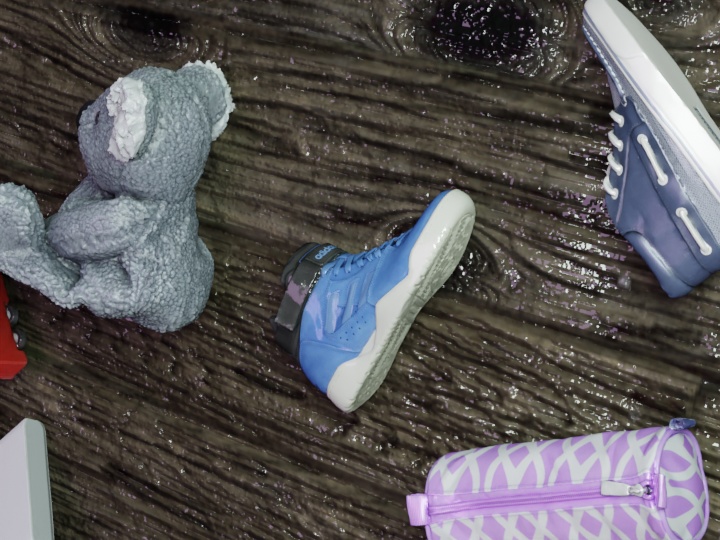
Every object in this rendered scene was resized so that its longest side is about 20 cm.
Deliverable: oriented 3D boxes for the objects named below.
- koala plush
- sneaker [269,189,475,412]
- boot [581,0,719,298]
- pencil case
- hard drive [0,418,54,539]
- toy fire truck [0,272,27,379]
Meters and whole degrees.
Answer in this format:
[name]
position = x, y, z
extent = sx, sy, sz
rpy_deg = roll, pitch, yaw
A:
[koala plush]
position = -0.178, -0.074, 1.199
extent = 0.183, 0.177, 0.202
rpy_deg = 30, 110, 17
[sneaker]
position = -0.001, 0.000, 1.123
extent = 0.111, 0.077, 0.201
rpy_deg = 39, 121, 16
[boot]
position = 0.186, -0.084, 0.986
extent = 0.090, 0.073, 0.201
rpy_deg = -39, 72, 25
[pencil case]
position = 0.136, 0.153, 0.997
extent = 0.199, 0.085, 0.085
rpy_deg = -14, 87, 36
[hard drive]
position = -0.359, 0.246, 1.400
extent = 0.200, 0.026, 0.133
rpy_deg = -38, 48, 31
[toy fire truck]
position = -0.376, 0.080, 1.398
extent = 0.141, 0.048, 0.201
rpy_deg = -39, 61, 32
